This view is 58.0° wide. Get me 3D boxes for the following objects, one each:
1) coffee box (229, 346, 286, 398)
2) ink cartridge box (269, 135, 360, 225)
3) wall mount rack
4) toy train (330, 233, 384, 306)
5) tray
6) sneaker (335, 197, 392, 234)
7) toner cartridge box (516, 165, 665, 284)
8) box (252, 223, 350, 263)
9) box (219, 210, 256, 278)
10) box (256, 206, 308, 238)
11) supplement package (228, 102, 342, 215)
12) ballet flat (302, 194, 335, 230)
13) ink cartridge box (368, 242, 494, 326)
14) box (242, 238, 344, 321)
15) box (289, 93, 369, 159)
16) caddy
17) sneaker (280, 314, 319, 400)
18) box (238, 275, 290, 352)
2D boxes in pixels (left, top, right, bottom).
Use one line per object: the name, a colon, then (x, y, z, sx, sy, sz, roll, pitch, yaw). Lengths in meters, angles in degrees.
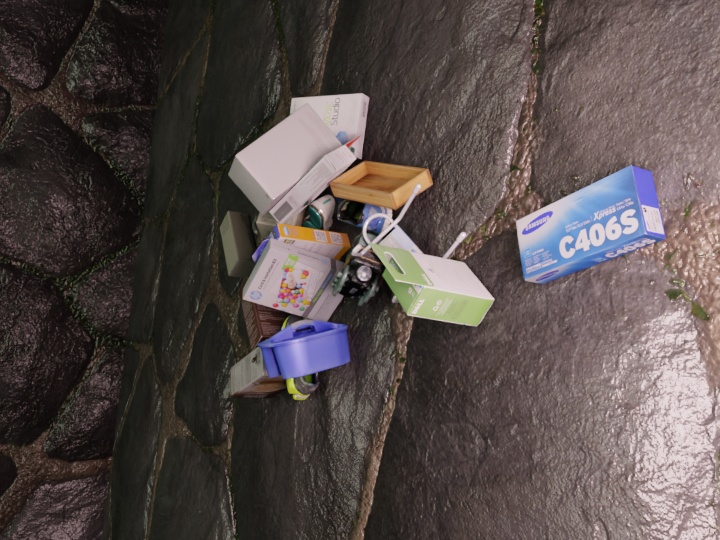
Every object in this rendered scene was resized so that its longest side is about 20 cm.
coffee box: (-0.229, 0.249, 1.585, 0.200, 0.114, 0.080, -38, 52, 49)
ink cartridge box: (-0.084, -0.192, 1.379, 0.044, 0.174, 0.200, 50, 125, -2)
wall mount rack: (0.087, -0.043, 1.135, 0.174, 0.075, 0.200, -44, 75, 12)
toy train: (0.000, 0.000, 1.278, 0.200, 0.085, 0.114, 129, 161, -76)
tray: (0.036, -0.168, 1.261, 0.200, 0.099, 0.037, 19, 138, 52)
sneaker: (-0.012, -0.140, 1.356, 0.200, 0.089, 0.079, 43, 119, 55)
toner cartridge box: (0.302, -0.056, 0.878, 0.200, 0.043, 0.095, -30, 57, 52)
box: (-0.136, -0.046, 1.426, 0.119, 0.200, 0.042, -46, 47, 42)
box: (-0.358, -0.077, 1.913, 0.082, 0.068, 0.200, -53, 42, 38)
box: (-0.171, -0.172, 1.546, 0.078, 0.095, 0.200, 85, -160, -65)
supplement package: (-0.160, -0.233, 1.369, 0.120, 0.200, 0.121, 50, 158, -4)
ballet flat: (-0.088, -0.117, 1.487, 0.200, 0.069, 0.070, 120, 149, -71)
ink cartridge box: (0.102, 0.023, 1.028, 0.059, 0.200, 0.104, -61, 37, 26)
box: (-0.132, 0.026, 1.399, 0.156, 0.200, 0.041, -56, 25, 34)
box: (-0.080, -0.326, 1.484, 0.200, 0.036, 0.145, 5, 86, 33)
caddy: (-0.116, 0.156, 1.360, 0.141, 0.200, 0.105, -9, 92, 55)
sneaker: (-0.129, 0.192, 1.491, 0.081, 0.074, 0.200, -30, 65, 44)
box: (-0.237, 0.112, 1.643, 0.075, 0.100, 0.200, -53, 41, 37)
